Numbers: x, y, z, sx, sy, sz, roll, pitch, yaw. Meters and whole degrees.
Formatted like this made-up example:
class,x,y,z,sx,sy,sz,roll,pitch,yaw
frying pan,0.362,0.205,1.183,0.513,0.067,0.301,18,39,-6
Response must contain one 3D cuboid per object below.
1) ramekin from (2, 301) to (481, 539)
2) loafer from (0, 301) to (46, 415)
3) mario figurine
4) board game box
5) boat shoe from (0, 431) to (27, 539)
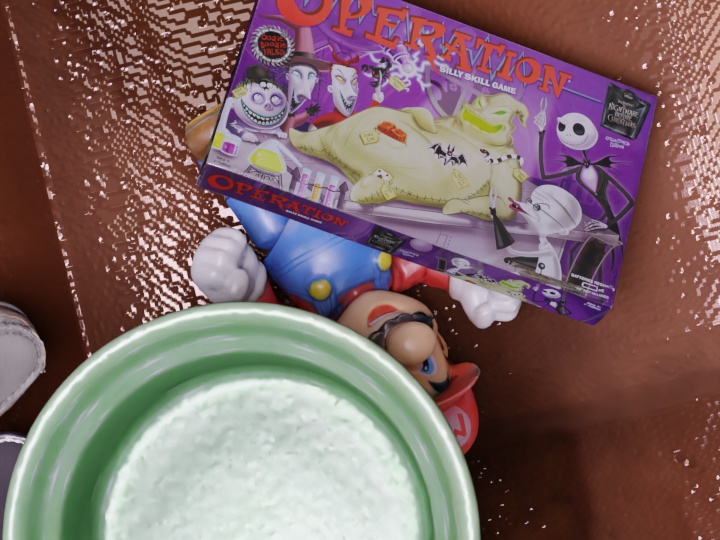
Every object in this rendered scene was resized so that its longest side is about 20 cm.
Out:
class,x,y,z,sx,sy,sz,roll,pitch,yaw
ramekin,-0.047,0.117,0.932,0.200,0.098,0.200,0,84,5
loafer,-0.225,0.077,0.965,0.200,0.063,0.072,-24,118,-24
mario figurine,0.000,0.000,1.016,0.123,0.106,0.200,-29,87,16
board game box,0.034,-0.062,1.010,0.200,0.032,0.120,19,60,-8
boat shoe,-0.182,0.159,0.960,0.072,0.065,0.200,25,64,-3
